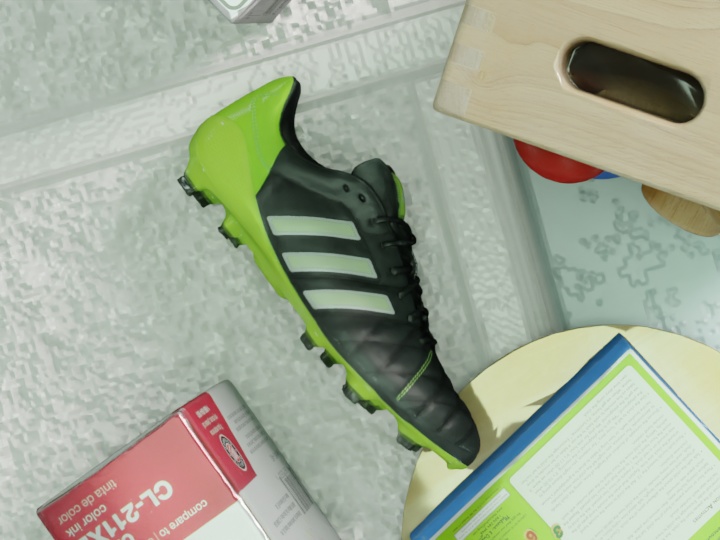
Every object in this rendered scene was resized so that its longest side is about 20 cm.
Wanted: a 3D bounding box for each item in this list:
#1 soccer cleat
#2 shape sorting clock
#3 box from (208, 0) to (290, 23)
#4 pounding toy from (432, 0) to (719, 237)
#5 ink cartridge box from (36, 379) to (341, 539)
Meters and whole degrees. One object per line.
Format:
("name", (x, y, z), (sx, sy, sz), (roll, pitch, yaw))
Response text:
("soccer cleat", (0.000, 0.000, 1.284), (0.081, 0.068, 0.200), (-39, 83, 2))
("shape sorting clock", (0.117, 0.125, 1.294), (0.199, 0.039, 0.201), (-2, 83, 13))
("box", (-0.099, -0.201, 1.260), (0.200, 0.117, 0.060), (44, 99, 2))
("pounding toy", (0.145, -0.063, 1.194), (0.199, 0.184, 0.143), (21, 98, 15))
("ink cartridge box", (-0.044, 0.158, 1.253), (0.083, 0.146, 0.200), (-35, 89, 5))
